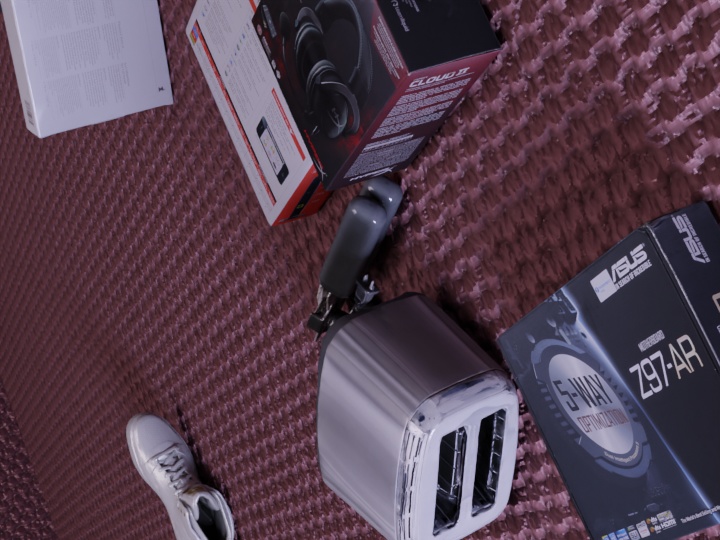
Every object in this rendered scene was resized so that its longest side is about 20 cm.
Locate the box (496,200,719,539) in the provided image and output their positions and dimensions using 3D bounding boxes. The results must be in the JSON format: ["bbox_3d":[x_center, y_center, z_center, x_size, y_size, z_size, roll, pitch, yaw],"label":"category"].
[{"bbox_3d":[0.169,0.073,0.778,0.161,0.043,0.200,66,154,12],"label":"box"}]

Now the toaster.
[{"bbox_3d":[0.042,0.111,0.984,0.129,0.113,0.201,40,138,42],"label":"toaster"}]

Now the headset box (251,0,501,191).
[{"bbox_3d":[0.007,-0.167,0.910,0.150,0.077,0.200,66,156,12],"label":"headset box"}]

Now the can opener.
[{"bbox_3d":[0.000,0.000,1.081,0.066,0.053,0.201,28,144,8],"label":"can opener"}]

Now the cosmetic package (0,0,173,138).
[{"bbox_3d":[-0.279,-0.251,1.346,0.052,0.150,0.202,33,134,55],"label":"cosmetic package"}]

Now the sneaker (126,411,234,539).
[{"bbox_3d":[-0.217,0.261,1.660,0.201,0.073,0.115,62,153,-1],"label":"sneaker"}]

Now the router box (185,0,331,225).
[{"bbox_3d":[-0.069,-0.163,1.096,0.201,0.049,0.180,66,154,12],"label":"router box"}]
